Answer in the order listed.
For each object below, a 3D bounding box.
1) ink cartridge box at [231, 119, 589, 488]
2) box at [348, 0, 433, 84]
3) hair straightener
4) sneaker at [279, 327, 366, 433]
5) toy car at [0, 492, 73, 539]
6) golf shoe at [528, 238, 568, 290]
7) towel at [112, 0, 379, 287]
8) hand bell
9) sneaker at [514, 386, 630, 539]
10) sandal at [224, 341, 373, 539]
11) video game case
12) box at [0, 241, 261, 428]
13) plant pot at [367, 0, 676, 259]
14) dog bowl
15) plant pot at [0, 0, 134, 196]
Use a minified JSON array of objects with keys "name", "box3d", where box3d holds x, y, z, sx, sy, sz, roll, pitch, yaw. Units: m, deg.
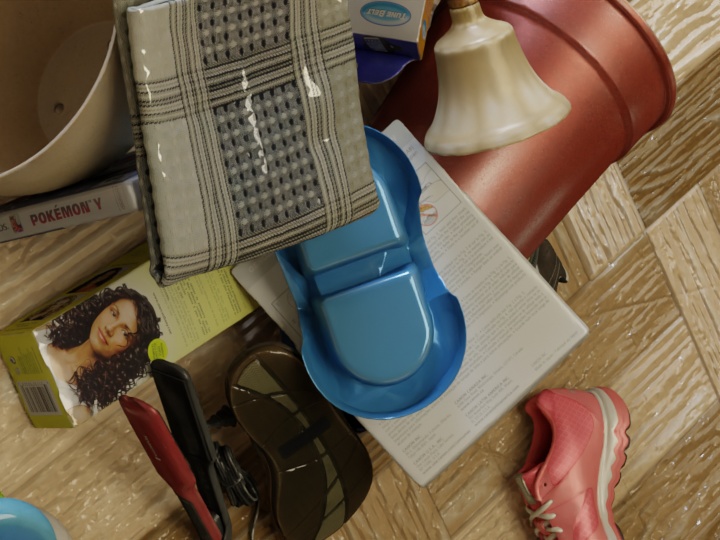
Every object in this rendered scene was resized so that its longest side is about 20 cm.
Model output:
[{"name":"ink cartridge box","box3d":[0.036,0.023,1.605,0.162,0.057,0.200,-42,87,-1]},{"name":"box","box3d":[0.000,-0.237,1.680,0.042,0.118,0.201,74,26,-71]},{"name":"hair straightener","box3d":[-0.096,0.131,1.575,0.077,0.041,0.200,-51,134,-28]},{"name":"sneaker","box3d":[-0.027,0.020,1.651,0.070,0.078,0.201,-27,104,-40]},{"name":"toy car","box3d":[-0.237,0.219,1.393,0.174,0.150,0.201,14,76,-40]},{"name":"golf shoe","box3d":[0.111,0.055,1.773,0.094,0.078,0.201,39,62,-32]},{"name":"towel","box3d":[-0.064,-0.109,1.407,0.192,0.034,0.201,-19,106,-42]},{"name":"hand bell","box3d":[0.067,-0.188,1.545,0.104,0.104,0.201,-32,114,-39]},{"name":"sneaker","box3d":[0.156,0.187,1.817,0.086,0.074,0.201,10,75,-27]},{"name":"sandal","box3d":[-0.049,0.115,1.613,0.082,0.055,0.200,-33,133,-5]},{"name":"video game case","box3d":[-0.127,-0.068,1.500,0.200,0.182,0.023,-28,102,-40]},{"name":"box","box3d":[-0.147,0.029,1.561,0.200,0.050,0.076,-35,110,-39]},{"name":"plant pot","box3d":[0.099,-0.104,1.714,0.201,0.200,0.196,50,64,-26]},{"name":"dog bowl","box3d":[0.000,0.000,1.557,0.111,0.050,0.201,-19,91,-1]},{"name":"plant pot","box3d":[-0.198,-0.132,1.454,0.134,0.199,0.201,26,67,-58]}]
